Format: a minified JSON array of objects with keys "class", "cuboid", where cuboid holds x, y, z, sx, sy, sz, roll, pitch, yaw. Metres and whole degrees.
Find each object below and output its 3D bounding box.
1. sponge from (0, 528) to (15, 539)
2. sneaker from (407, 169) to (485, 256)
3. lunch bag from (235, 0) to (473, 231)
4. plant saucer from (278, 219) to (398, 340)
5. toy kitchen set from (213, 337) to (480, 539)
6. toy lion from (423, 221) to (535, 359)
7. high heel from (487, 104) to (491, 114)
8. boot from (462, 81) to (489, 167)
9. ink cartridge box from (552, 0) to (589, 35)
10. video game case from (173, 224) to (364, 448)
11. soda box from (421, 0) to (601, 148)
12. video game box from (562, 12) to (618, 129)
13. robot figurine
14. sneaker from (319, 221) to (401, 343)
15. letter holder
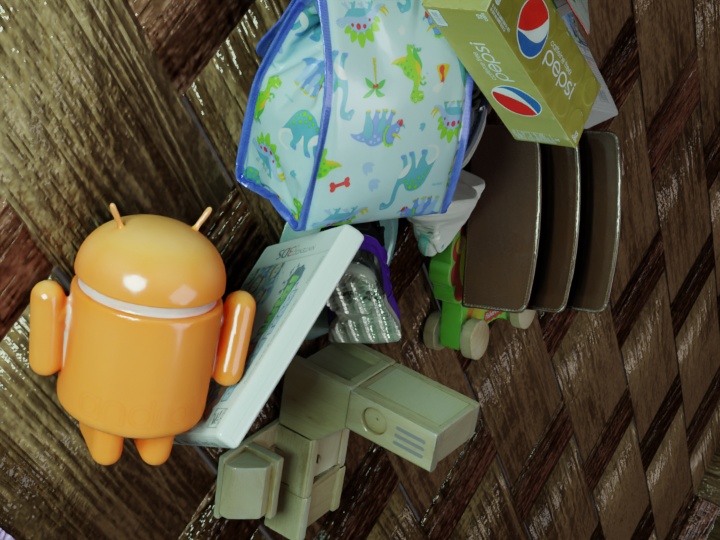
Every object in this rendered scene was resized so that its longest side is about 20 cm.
[{"class":"sponge","cuboid":[-0.320,0.277,1.055,0.200,0.030,0.112,-57,151,-21]},{"class":"sneaker","cuboid":[0.077,-0.054,1.467,0.089,0.075,0.200,-67,166,14]},{"class":"lunch bag","cuboid":[0.003,-0.148,1.193,0.170,0.127,0.200,-11,129,-39]},{"class":"plant saucer","cuboid":[-0.011,-0.021,1.388,0.201,0.039,0.201,-40,141,-43]},{"class":"toy kitchen set","cuboid":[-0.019,0.202,1.381,0.163,0.180,0.200,-28,135,-50]},{"class":"toy lion","cuboid":[0.138,-0.008,1.655,0.200,0.069,0.192,-24,122,-54]},{"class":"high heel","cuboid":[0.087,-0.170,1.394,0.096,0.067,0.200,-44,157,-13]},{"class":"boot","cuboid":[0.085,-0.173,1.281,0.090,0.073,0.201,-77,175,-70]},{"class":"ink cartridge box","cuboid":[0.165,-0.295,1.349,0.109,0.050,0.200,52,25,-27]},{"class":"video game case","cuboid":[-0.089,0.056,1.188,0.024,0.182,0.200,37,71,-18]},{"class":"soda box","cuboid":[0.129,-0.184,1.190,0.200,0.064,0.068,46,63,-50]},{"class":"video game box","cuboid":[0.181,-0.234,1.438,0.200,0.047,0.183,-6,73,-66]},{"class":"robot figurine","cuboid":[-0.162,0.045,1.078,0.117,0.144,0.200,-43,147,-67]},{"class":"sneaker","cuboid":[0.001,0.000,1.309,0.200,0.069,0.100,77,13,-67]},{"class":"letter holder","cuboid":[0.200,-0.055,1.562,0.100,0.142,0.201,-5,99,-56]}]
